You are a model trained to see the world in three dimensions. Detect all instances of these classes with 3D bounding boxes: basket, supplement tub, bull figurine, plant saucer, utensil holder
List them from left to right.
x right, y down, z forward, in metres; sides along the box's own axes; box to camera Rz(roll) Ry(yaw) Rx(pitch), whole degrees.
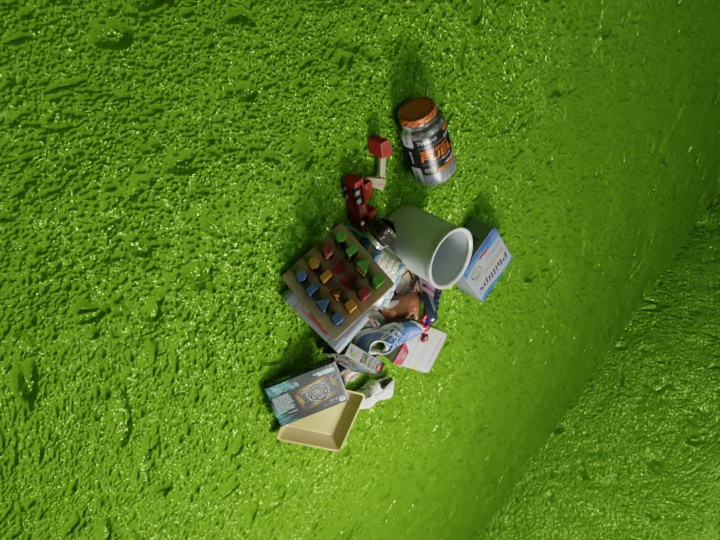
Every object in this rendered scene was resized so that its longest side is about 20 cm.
[{"bbox_3d":[-0.113,0.393,1.623,0.197,0.049,0.203,17,108,-20],"label":"plant saucer"},{"bbox_3d":[0.000,0.000,1.500,0.198,0.139,0.178,23,101,-22],"label":"basket"},{"bbox_3d":[0.098,0.123,1.642,0.198,0.065,0.123,-17,128,-35],"label":"bull figurine"},{"bbox_3d":[0.175,-0.070,1.572,0.168,0.199,0.173,-23,128,-33],"label":"utensil holder"},{"bbox_3d":[0.165,-0.323,1.469,0.123,0.122,0.201,-44,137,-16],"label":"supplement tub"}]

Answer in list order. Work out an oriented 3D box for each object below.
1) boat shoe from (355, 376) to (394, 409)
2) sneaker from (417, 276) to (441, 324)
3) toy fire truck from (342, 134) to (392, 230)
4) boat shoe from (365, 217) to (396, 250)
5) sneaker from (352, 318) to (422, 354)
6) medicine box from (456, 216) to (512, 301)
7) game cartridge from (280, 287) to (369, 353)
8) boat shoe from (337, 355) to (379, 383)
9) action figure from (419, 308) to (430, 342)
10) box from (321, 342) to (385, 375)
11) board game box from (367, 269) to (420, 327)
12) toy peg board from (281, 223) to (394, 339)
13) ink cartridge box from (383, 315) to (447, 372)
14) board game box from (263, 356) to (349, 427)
[{"bbox_3d":[0.034,0.367,1.796,0.198,0.070,0.070,-10,120,-51],"label":"boat shoe"},{"bbox_3d":[0.212,0.051,1.671,0.081,0.203,0.070,-12,156,13],"label":"sneaker"},{"bbox_3d":[0.022,-0.214,1.446,0.140,0.048,0.202,-38,138,-27],"label":"toy fire truck"},{"bbox_3d":[0.062,-0.099,1.467,0.061,0.072,0.201,-45,-177,13],"label":"boat shoe"},{"bbox_3d":[0.080,0.187,1.569,0.197,0.077,0.077,-15,129,-14],"label":"sneaker"},{"bbox_3d":[0.372,-0.034,1.867,0.183,0.102,0.200,-54,138,-6],"label":"medicine box"},{"bbox_3d":[-0.080,0.085,1.427,0.133,0.200,0.041,-47,179,-12],"label":"game cartridge"},{"bbox_3d":[-0.032,0.278,1.677,0.197,0.076,0.073,-19,130,-26],"label":"boat shoe"},{"bbox_3d":[0.201,0.113,1.728,0.065,0.051,0.204,48,52,-69],"label":"action figure"},{"bbox_3d":[-0.022,0.228,1.525,0.109,0.200,0.035,33,74,-13],"label":"box"},{"bbox_3d":[0.092,0.081,1.695,0.200,0.046,0.153,-43,137,-18],"label":"board game box"},{"bbox_3d":[-0.052,0.019,1.369,0.199,0.200,0.098,-41,175,-9],"label":"toy peg board"},{"bbox_3d":[0.164,0.225,1.827,0.199,0.083,0.147,26,93,-49],"label":"ink cartridge box"},{"bbox_3d":[-0.141,0.320,1.541,0.197,0.028,0.137,-20,117,-5],"label":"board game box"}]
